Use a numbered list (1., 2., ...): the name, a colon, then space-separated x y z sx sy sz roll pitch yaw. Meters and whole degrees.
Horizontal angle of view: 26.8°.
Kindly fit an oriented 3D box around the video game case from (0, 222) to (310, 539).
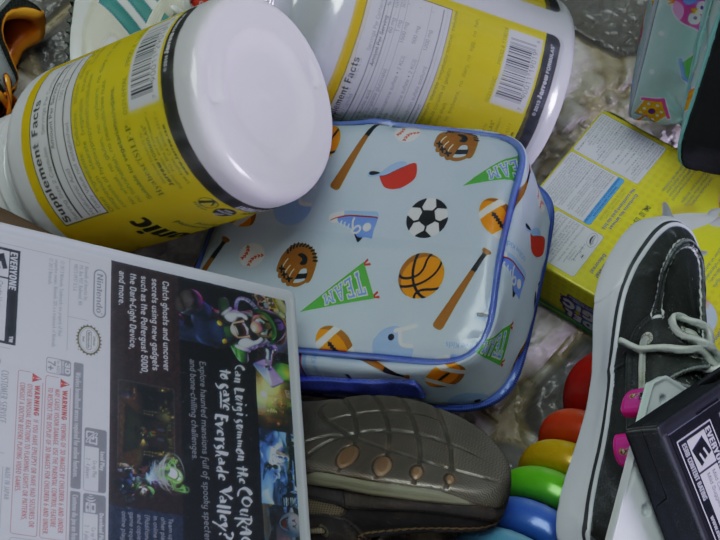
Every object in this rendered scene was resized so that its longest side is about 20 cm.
1. video game case: -0.107 0.079 0.683 0.180 0.023 0.202 14 51 -26

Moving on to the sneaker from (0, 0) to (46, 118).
1. sneaker: -0.250 -0.104 0.936 0.076 0.079 0.202 8 60 -2

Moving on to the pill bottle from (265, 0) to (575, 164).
1. pill bottle: 0.015 -0.131 0.876 0.198 0.112 0.113 17 58 -13

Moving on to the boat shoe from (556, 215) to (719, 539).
1. boat shoe: 0.150 0.057 0.743 0.068 0.074 0.201 -15 43 45

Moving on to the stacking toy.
1. stacking toy: 0.102 0.124 0.776 0.085 0.086 0.201 24 56 18

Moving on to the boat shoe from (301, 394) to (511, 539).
1. boat shoe: -0.014 0.110 0.776 0.198 0.074 0.075 5 30 28

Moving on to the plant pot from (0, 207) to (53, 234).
1. plant pot: -0.211 0.036 0.782 0.173 0.200 0.202 13 55 -21

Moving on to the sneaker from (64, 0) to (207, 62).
1. sneaker: -0.131 -0.158 0.961 0.092 0.071 0.201 -7 55 6

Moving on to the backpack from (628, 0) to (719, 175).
1. backpack: 0.246 -0.154 0.866 0.152 0.177 0.200 22 35 25

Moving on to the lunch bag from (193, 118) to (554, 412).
1. lunch bag: 0.000 0.000 0.833 0.198 0.076 0.162 2 65 25

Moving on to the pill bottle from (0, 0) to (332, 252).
1. pill bottle: -0.122 -0.069 0.825 0.199 0.111 0.112 -13 50 37

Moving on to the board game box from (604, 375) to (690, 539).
1. board game box: 0.166 0.180 0.675 0.199 0.026 0.202 32 65 -27

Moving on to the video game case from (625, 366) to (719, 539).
1. video game case: 0.218 0.127 0.690 0.180 0.025 0.202 -25 96 -36

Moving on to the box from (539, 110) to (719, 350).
1. box: 0.190 0.002 0.855 0.199 0.049 0.117 32 65 24
